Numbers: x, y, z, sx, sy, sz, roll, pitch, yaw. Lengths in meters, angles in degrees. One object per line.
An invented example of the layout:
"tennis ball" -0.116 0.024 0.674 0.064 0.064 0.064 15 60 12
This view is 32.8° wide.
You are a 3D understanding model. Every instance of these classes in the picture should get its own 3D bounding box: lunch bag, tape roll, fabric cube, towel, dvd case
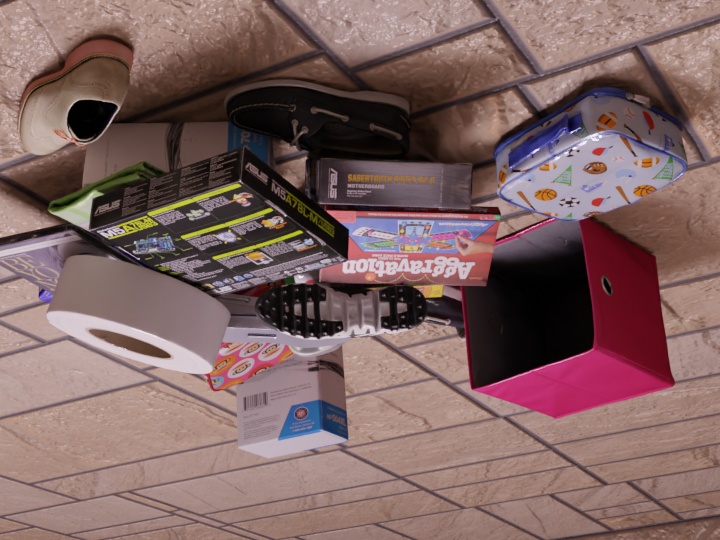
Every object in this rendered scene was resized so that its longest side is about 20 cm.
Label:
"lunch bag" -0.140 0.072 1.657 0.200 0.082 0.176 -29 160 -13
"tape roll" -0.254 0.053 1.402 0.202 0.071 0.202 15 165 4
"lunch bag" 0.252 -0.128 1.355 0.160 0.076 0.200 18 149 -32
"fabric cube" 0.273 0.066 1.625 0.200 0.197 0.199 -23 148 37
"towel" -0.218 -0.047 1.337 0.149 0.031 0.200 -20 148 32
"dvd case" -0.334 0.002 1.462 0.148 0.016 0.200 -9 152 28

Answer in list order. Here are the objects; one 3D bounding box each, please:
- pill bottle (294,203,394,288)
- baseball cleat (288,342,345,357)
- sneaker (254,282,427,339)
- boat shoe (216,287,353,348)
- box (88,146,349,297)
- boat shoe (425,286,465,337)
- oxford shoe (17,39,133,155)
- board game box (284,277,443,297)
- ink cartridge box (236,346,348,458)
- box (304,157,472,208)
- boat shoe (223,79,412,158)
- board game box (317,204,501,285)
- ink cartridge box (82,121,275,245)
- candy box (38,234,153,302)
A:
"pill bottle" 0.020 -0.036 1.481 0.199 0.114 0.114 -5 155 5
"baseball cleat" -0.009 0.058 1.647 0.200 0.070 0.106 -35 163 -9
"sneaker" -0.026 0.052 1.447 0.199 0.067 0.091 -1 171 -9
"boat shoe" -0.103 0.054 1.547 0.199 0.070 0.071 2 156 -10
"box" -0.144 -0.042 1.274 0.200 0.048 0.193 -15 146 30
"boat shoe" 0.149 0.066 1.736 0.200 0.060 0.076 18 176 -27
"oxford shoe" -0.298 -0.158 1.242 0.071 0.074 0.200 15 150 -32
"board game box" 0.000 0.000 1.566 0.199 0.096 0.030 -1 130 -9
"ink cartridge box" -0.102 0.158 1.788 0.146 0.201 0.084 -15 155 26
"box" 0.025 -0.096 1.325 0.158 0.048 0.200 1 -175 -6
"boat shoe" -0.043 -0.155 1.285 0.199 0.060 0.076 1 155 -7
"board game box" 0.054 -0.029 1.402 0.199 0.019 0.103 1 128 -8
"ink cartridge box" -0.196 -0.095 1.370 0.199 0.086 0.147 0 155 -1
"candy box" -0.287 -0.003 1.571 0.200 0.077 0.169 16 150 -30
